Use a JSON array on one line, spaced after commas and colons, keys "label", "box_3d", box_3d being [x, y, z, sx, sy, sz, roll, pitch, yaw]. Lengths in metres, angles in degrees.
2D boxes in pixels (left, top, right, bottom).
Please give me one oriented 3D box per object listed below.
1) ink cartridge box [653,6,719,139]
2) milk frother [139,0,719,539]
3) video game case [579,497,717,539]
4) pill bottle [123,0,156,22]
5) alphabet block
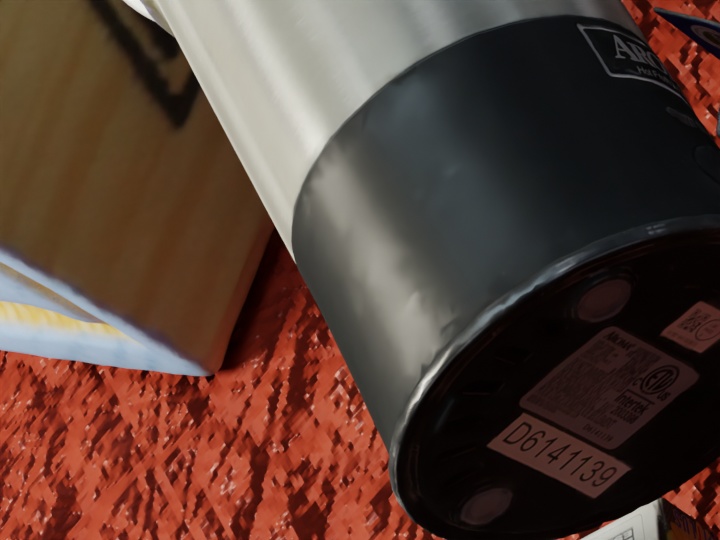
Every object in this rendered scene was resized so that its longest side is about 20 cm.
[{"label": "ink cartridge box", "box_3d": [0.161, -0.017, 0.754, 0.200, 0.095, 0.037, 27, 86, 52]}, {"label": "milk frother", "box_3d": [0.000, 0.000, 0.793, 0.200, 0.181, 0.188, -31, 55, 3]}, {"label": "video game case", "box_3d": [0.026, 0.183, 0.811, 0.200, 0.036, 0.182, -32, 44, 28]}, {"label": "pill bottle", "box_3d": [-0.005, -0.147, 0.930, 0.109, 0.110, 0.200, -23, 9, 36]}, {"label": "alphabet block", "box_3d": [-0.134, -0.096, 1.044, 0.195, 0.196, 0.201, 5, 69, 46]}]
